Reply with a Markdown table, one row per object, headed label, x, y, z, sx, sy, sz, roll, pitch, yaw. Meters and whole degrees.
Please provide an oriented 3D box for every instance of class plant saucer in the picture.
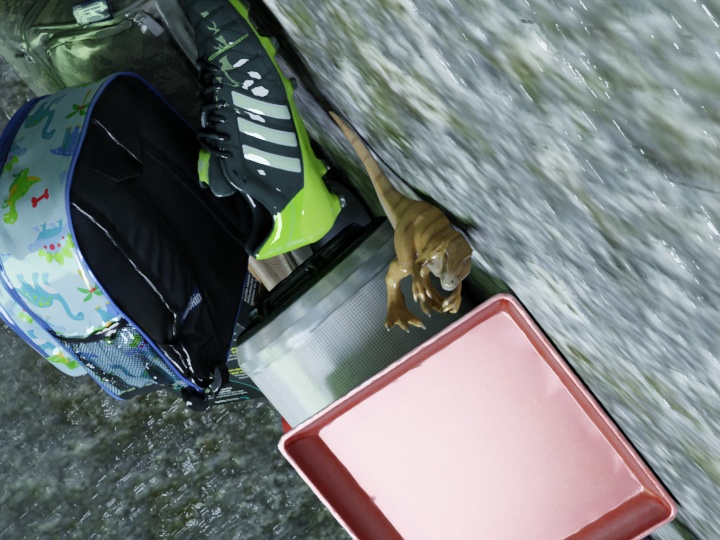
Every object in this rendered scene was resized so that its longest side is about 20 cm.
| label | x | y | z | sx | sy | sz | roll | pitch | yaw |
| --- | --- | --- | --- | --- | --- | --- | --- | --- | --- |
| plant saucer | 0.080 | 0.133 | 1.409 | 0.200 | 0.200 | 0.037 | 51 | -160 | -13 |

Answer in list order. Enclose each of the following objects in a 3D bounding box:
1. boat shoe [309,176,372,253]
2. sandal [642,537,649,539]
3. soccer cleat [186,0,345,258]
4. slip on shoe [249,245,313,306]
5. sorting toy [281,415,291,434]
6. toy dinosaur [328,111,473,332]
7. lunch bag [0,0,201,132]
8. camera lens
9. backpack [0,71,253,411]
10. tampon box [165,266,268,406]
| label | x | y | z | sx | sy | sz | roll | pitch | yaw |
| --- | --- | --- | --- | --- | --- | --- | --- | --- | --- |
| boat shoe | 0.000 | 0.000 | 1.687 | 0.065 | 0.073 | 0.201 | 45 | 162 | 57 |
| sandal | 0.205 | 0.222 | 1.602 | 0.082 | 0.050 | 0.203 | 19 | -151 | -46 |
| soccer cleat | -0.080 | -0.100 | 1.389 | 0.201 | 0.081 | 0.067 | 66 | 167 | -22 |
| slip on shoe | -0.056 | 0.020 | 1.637 | 0.076 | 0.060 | 0.201 | 38 | 158 | 55 |
| sorting toy | -0.050 | 0.077 | 1.940 | 0.200 | 0.069 | 0.199 | 50 | -148 | -20 |
| toy dinosaur | 0.038 | -0.023 | 1.362 | 0.200 | 0.060 | 0.107 | -135 | 45 | -57 |
| lunch bag | -0.154 | -0.159 | 1.526 | 0.167 | 0.140 | 0.200 | 18 | 154 | 45 |
| camera lens | 0.020 | 0.074 | 1.509 | 0.200 | 0.160 | 0.160 | 50 | 174 | -3 |
| backpack | -0.179 | -0.025 | 1.438 | 0.146 | 0.184 | 0.200 | -8 | 140 | 29 |
| tampon box | -0.131 | 0.010 | 1.710 | 0.149 | 0.127 | 0.200 | -11 | 149 | 34 |
